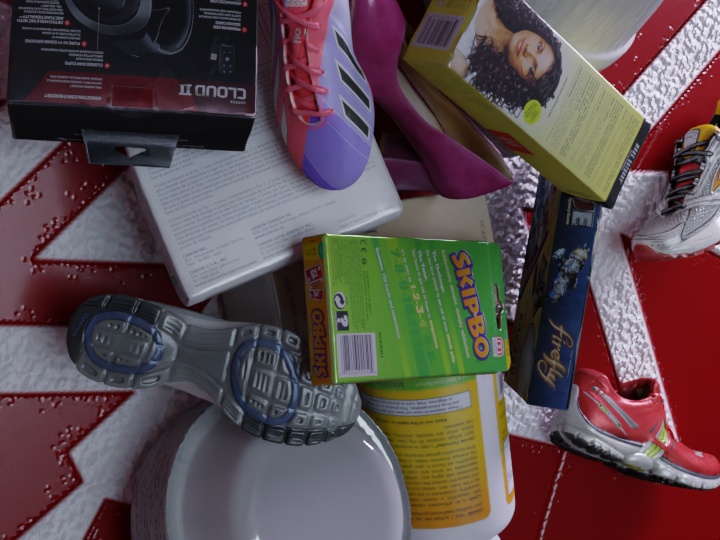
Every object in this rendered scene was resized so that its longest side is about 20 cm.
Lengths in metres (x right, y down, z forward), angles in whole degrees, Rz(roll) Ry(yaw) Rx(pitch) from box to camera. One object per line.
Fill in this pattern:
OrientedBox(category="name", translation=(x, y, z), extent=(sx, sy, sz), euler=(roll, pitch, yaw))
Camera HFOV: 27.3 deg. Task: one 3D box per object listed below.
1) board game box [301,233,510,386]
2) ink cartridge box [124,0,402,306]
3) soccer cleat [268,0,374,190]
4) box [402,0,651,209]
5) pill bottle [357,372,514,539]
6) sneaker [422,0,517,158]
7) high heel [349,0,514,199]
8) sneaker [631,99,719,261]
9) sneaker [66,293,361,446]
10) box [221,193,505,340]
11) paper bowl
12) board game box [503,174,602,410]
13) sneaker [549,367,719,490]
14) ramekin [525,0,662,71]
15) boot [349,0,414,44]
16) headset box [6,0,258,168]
OrientedBox(category="board game box", translation=(0.037, 0.026, 1.009), extent=(0.199, 0.030, 0.096), euler=(1, 83, -48))
OrientedBox(category="ink cartridge box", translation=(-0.081, -0.098, 0.985), extent=(0.160, 0.050, 0.201), euler=(-22, 88, -15))
OrientedBox(category="soccer cleat", translation=(-0.032, -0.148, 0.920), extent=(0.076, 0.066, 0.201), euler=(-35, 123, -73))
OrientedBox(category="box", translation=(0.119, -0.122, 1.020), extent=(0.200, 0.050, 0.076), euler=(33, 80, -40))
OrientedBox(category="pill bottle", translation=(0.061, 0.147, 1.142), extent=(0.111, 0.111, 0.201), euler=(-16, 106, -32))
OrientedBox(category="sneaker", translation=(0.110, -0.182, 1.124), extent=(0.073, 0.115, 0.201), euler=(-22, 108, -28))
OrientedBox(category="high heel", translation=(0.049, -0.126, 1.014), extent=(0.068, 0.095, 0.201), euler=(-76, 160, -46))
OrientedBox(category="sneaker", translation=(0.294, -0.080, 1.299), extent=(0.200, 0.078, 0.082), euler=(-47, 116, -30))
OrientedBox(category="sneaker", translation=(-0.093, 0.058, 0.993), extent=(0.199, 0.087, 0.075), euler=(20, 94, 1))
OrientedBox(category="box", translation=(0.000, 0.000, 1.088), extent=(0.199, 0.078, 0.096), euler=(-12, 89, -34))
OrientedBox(category="paper bowl", translation=(-0.051, 0.174, 1.035), extent=(0.200, 0.104, 0.202), euler=(12, 68, -32))
OrientedBox(category="board game box", translation=(0.154, 0.001, 1.174), extent=(0.034, 0.135, 0.201), euler=(9, 93, -2))
OrientedBox(category="sneaker", translation=(0.254, 0.139, 1.301), extent=(0.199, 0.077, 0.085), euler=(25, 78, -35))
OrientedBox(category="ramekin", translation=(0.149, -0.254, 1.083), extent=(0.199, 0.105, 0.201), euler=(22, 47, -25))
OrientedBox(category="boot", translation=(-0.055, -0.143, 1.039), extent=(0.200, 0.077, 0.156), euler=(31, 82, -37))
OrientedBox(category="headset box", translation=(-0.138, -0.163, 0.913), extent=(0.148, 0.077, 0.201), euler=(2, 78, -10))
